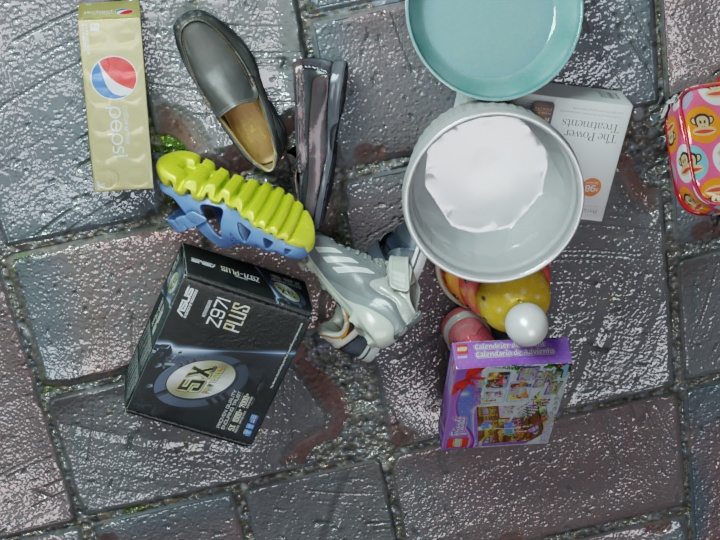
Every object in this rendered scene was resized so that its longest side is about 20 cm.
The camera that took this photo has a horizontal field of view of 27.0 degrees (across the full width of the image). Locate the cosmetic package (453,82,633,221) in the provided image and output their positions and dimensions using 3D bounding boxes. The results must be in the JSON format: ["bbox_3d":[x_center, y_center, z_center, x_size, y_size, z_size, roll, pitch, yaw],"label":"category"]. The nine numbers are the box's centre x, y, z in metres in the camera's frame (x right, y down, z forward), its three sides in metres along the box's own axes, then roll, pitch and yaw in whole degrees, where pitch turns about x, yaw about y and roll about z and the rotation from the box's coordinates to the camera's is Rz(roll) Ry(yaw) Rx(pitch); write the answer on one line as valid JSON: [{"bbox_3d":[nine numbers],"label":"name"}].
[{"bbox_3d":[0.201,-0.142,1.753,0.200,0.052,0.151,5,118,-12],"label":"cosmetic package"}]

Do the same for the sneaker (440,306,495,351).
[{"bbox_3d":[0.159,0.142,1.874,0.074,0.087,0.200,-27,119,6],"label":"sneaker"}]

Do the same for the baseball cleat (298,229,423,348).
[{"bbox_3d":[0.000,0.000,1.732,0.106,0.200,0.070,-36,155,-3],"label":"baseball cleat"}]

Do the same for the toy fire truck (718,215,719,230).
[{"bbox_3d":[0.556,-0.017,1.854,0.176,0.129,0.200,-27,131,4],"label":"toy fire truck"}]

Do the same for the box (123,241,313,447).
[{"bbox_3d":[-0.171,0.090,1.787,0.164,0.086,0.200,19,113,-18],"label":"box"}]

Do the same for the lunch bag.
[{"bbox_3d":[0.458,-0.159,1.748,0.200,0.082,0.176,-6,79,-7],"label":"lunch bag"}]

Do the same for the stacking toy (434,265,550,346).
[{"bbox_3d":[0.175,0.022,1.749,0.146,0.200,0.146,-4,118,-8],"label":"stacking toy"}]

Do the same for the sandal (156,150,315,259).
[{"bbox_3d":[-0.143,-0.061,1.700,0.200,0.079,0.087,26,126,13],"label":"sandal"}]

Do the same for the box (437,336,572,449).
[{"bbox_3d":[0.169,0.149,1.796,0.137,0.039,0.200,-3,146,-5],"label":"box"}]

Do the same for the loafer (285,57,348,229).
[{"bbox_3d":[-0.057,-0.146,1.702,0.063,0.072,0.200,11,113,3],"label":"loafer"}]

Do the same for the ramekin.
[{"bbox_3d":[0.143,-0.096,1.673,0.200,0.105,0.200,-1,112,-1],"label":"ramekin"}]

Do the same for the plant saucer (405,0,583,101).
[{"bbox_3d":[0.144,-0.286,1.647,0.200,0.036,0.200,-1,95,-9],"label":"plant saucer"}]

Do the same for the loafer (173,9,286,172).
[{"bbox_3d":[-0.138,-0.196,1.650,0.073,0.072,0.200,-31,118,8],"label":"loafer"}]

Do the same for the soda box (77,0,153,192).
[{"bbox_3d":[-0.266,-0.188,1.637,0.068,0.064,0.200,-5,117,-8],"label":"soda box"}]

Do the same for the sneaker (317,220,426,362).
[{"bbox_3d":[0.016,0.014,1.786,0.079,0.078,0.200,21,109,-16],"label":"sneaker"}]
